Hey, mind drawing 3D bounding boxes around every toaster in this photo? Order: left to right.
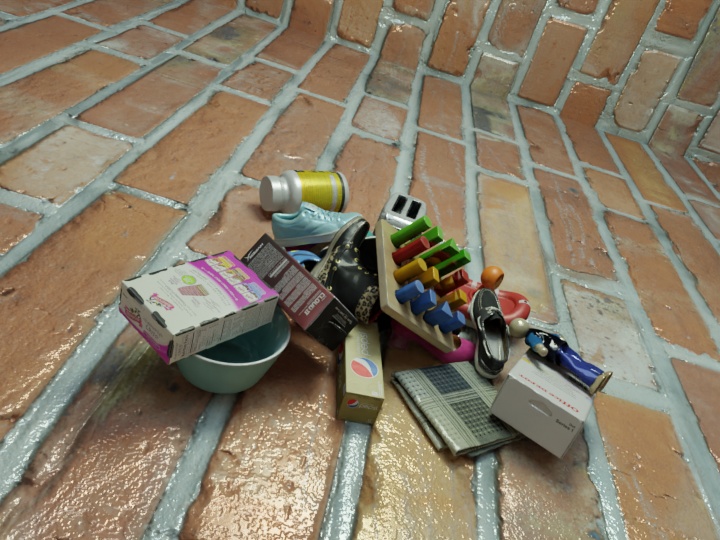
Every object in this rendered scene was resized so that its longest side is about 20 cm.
[{"bbox_3d":[0.091,-0.094,1.517,0.113,0.130,0.200,22,32,5],"label":"toaster"}]

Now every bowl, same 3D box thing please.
[{"bbox_3d":[-0.220,0.121,1.050,0.198,0.106,0.202,13,32,-8],"label":"bowl"}]

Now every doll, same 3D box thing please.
[{"bbox_3d":[0.359,0.148,1.194,0.199,0.049,0.136,37,22,31],"label":"doll"}]

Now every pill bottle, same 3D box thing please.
[{"bbox_3d":[-0.136,-0.184,1.553,0.198,0.112,0.111,-4,38,-32],"label":"pill bottle"}]

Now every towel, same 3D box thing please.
[{"bbox_3d":[0.176,0.243,1.150,0.191,0.035,0.200,-2,35,-35],"label":"towel"}]

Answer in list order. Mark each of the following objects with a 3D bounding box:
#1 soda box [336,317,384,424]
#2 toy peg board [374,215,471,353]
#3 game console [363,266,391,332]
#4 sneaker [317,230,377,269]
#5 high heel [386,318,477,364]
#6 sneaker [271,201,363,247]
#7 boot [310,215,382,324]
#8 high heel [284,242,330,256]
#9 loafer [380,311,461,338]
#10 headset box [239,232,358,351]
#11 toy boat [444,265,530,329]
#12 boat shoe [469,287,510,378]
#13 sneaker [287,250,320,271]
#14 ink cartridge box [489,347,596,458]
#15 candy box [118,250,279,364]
[{"bbox_3d":[-0.003,0.169,1.131,0.067,0.064,0.201,12,33,-10],"label":"soda box"},{"bbox_3d":[0.129,0.012,1.188,0.199,0.097,0.201,34,39,-37],"label":"toy peg board"},{"bbox_3d":[0.001,0.053,1.353,0.199,0.116,0.177,-22,80,-46],"label":"game console"},{"bbox_3d":[0.021,-0.048,1.359,0.198,0.084,0.121,-4,23,23],"label":"sneaker"},{"bbox_3d":[0.152,0.119,1.255,0.198,0.097,0.068,14,32,-8],"label":"high heel"},{"bbox_3d":[-0.093,-0.105,1.354,0.198,0.083,0.074,-12,24,3],"label":"sneaker"},{"bbox_3d":[0.000,0.000,1.219,0.150,0.073,0.201,24,63,25],"label":"boot"},{"bbox_3d":[-0.067,-0.044,1.416,0.198,0.068,0.096,-10,29,-15],"label":"high heel"},{"bbox_3d":[0.111,0.078,1.300,0.199,0.073,0.072,27,38,-22],"label":"loafer"},{"bbox_3d":[-0.097,0.046,1.104,0.200,0.075,0.149,41,-5,26],"label":"headset box"},{"bbox_3d":[0.271,0.050,1.389,0.198,0.132,0.131,20,32,2],"label":"toy boat"},{"bbox_3d":[0.256,0.109,1.264,0.073,0.061,0.201,17,50,-8],"label":"boat shoe"},{"bbox_3d":[-0.158,0.001,1.278,0.199,0.067,0.078,-13,19,-37],"label":"sneaker"},{"bbox_3d":[0.332,0.227,1.161,0.144,0.085,0.200,31,21,19],"label":"ink cartridge box"},{"bbox_3d":[-0.244,0.050,0.991,0.136,0.061,0.199,38,36,28],"label":"candy box"}]
